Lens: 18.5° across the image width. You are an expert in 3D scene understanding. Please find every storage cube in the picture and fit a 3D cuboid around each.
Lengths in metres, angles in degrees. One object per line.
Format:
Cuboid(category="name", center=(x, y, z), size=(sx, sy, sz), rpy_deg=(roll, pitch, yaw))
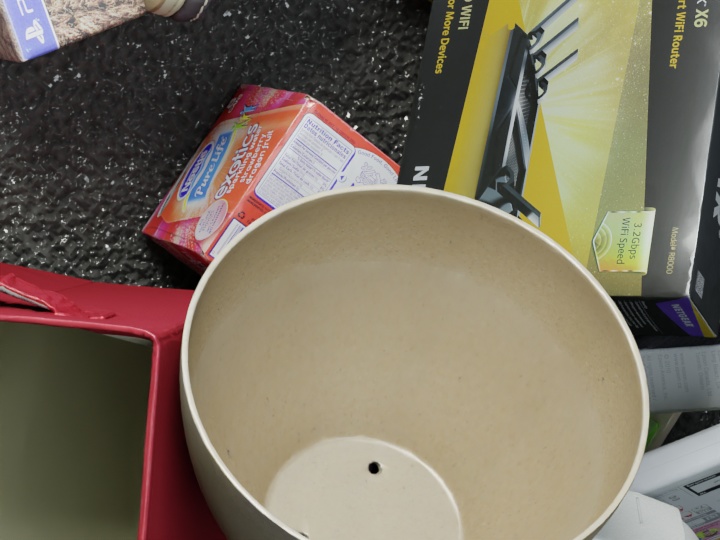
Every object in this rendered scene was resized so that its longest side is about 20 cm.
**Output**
Cuboid(category="storage cube", center=(-0.157, 0.095, 1.021), size=(0.171, 0.180, 0.200), rpy_deg=(7, 97, 10))

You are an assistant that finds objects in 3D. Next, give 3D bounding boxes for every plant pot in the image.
Cuboid(category="plant pot", center=(0.014, 0.081, 0.979), size=(0.200, 0.200, 0.135), rpy_deg=(-16, 148, -22))

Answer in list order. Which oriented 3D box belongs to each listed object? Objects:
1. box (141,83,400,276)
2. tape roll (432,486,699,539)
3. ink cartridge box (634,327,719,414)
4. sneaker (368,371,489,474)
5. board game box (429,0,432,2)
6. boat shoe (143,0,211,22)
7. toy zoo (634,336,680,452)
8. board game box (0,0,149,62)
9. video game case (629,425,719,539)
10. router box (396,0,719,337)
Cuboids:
Cuboid(category="box", center=(0.000, 0.000, 1.158), size=(0.200, 0.095, 0.100), rpy_deg=(37, 82, -26))
Cuboid(category="tape roll", center=(0.081, 0.177, 1.115), size=(0.203, 0.037, 0.203), rpy_deg=(-3, 139, -2))
Cuboid(category="ink cartridge box", center=(0.265, 0.030, 1.187), size=(0.198, 0.200, 0.047), rpy_deg=(-21, 102, -56))
Cuboid(category="sneaker", center=(0.005, 0.110, 1.118), size=(0.074, 0.200, 0.081), rpy_deg=(30, 49, -19))
Cuboid(category="board game box", center=(0.109, -0.163, 1.210), size=(0.200, 0.048, 0.102), rpy_deg=(32, 84, -26))
Cuboid(category="boat shoe", center=(-0.034, -0.198, 1.018), size=(0.065, 0.072, 0.200), rpy_deg=(29, 80, -21))
Cuboid(category="toy zoo", center=(0.118, 0.087, 1.208), size=(0.131, 0.020, 0.200), rpy_deg=(-57, 150, -7))
Cuboid(category="board game box", center=(-0.115, -0.212, 1.070), size=(0.200, 0.097, 0.160), rpy_deg=(-25, 108, -20))
Cuboid(category="video game case", center=(0.164, 0.134, 1.168), size=(0.182, 0.200, 0.022), rpy_deg=(33, 38, -55))
Cuboid(category="router box", center=(0.104, -0.068, 1.074), size=(0.052, 0.157, 0.200), rpy_deg=(46, 49, -56))
